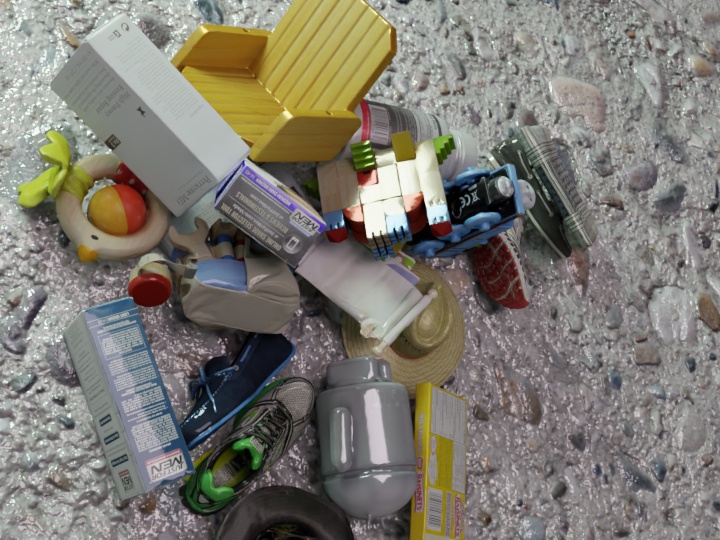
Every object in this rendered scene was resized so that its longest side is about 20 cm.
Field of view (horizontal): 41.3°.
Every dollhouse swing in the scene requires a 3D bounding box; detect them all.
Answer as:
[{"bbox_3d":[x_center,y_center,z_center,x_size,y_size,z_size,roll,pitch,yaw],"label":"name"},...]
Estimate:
[{"bbox_3d":[-0.090,-0.259,1.153,0.182,0.176,0.200,-7,47,-46],"label":"dollhouse swing"}]

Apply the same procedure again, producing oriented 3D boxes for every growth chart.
[{"bbox_3d":[0.000,0.000,1.194,0.200,0.018,0.145,42,58,17],"label":"growth chart"}]

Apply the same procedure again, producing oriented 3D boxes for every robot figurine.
[{"bbox_3d":[0.007,0.204,1.134,0.170,0.113,0.200,20,59,-59],"label":"robot figurine"}]

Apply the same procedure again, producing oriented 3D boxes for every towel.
[{"bbox_3d":[0.292,-0.122,1.378,0.193,0.035,0.200,61,17,3],"label":"towel"}]

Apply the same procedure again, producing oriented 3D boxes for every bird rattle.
[{"bbox_3d":[-0.284,-0.088,1.098,0.200,0.113,0.163,-13,77,-43],"label":"bird rattle"}]

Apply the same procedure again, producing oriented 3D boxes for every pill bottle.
[{"bbox_3d":[0.053,-0.163,1.285,0.200,0.111,0.111,8,69,-25],"label":"pill bottle"}]

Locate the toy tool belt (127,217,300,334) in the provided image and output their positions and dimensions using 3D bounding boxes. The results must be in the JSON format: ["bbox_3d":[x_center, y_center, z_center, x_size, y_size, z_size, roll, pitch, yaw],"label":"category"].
[{"bbox_3d":[-0.169,-0.001,1.099,0.200,0.125,0.123,11,40,-24],"label":"toy tool belt"}]

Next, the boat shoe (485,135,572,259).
[{"bbox_3d":[0.259,-0.105,1.384,0.057,0.067,0.200,-36,102,12],"label":"boat shoe"}]

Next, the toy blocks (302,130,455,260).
[{"bbox_3d":[0.030,-0.079,1.179,0.200,0.100,0.137,-12,59,7],"label":"toy blocks"}]

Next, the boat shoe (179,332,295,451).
[{"bbox_3d":[-0.157,0.130,1.099,0.069,0.084,0.200,48,38,-3],"label":"boat shoe"}]

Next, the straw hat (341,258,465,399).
[{"bbox_3d":[0.077,0.063,1.236,0.201,0.085,0.201,9,69,-25],"label":"straw hat"}]

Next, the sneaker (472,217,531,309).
[{"bbox_3d":[0.202,-0.043,1.339,0.082,0.078,0.200,-4,71,-35],"label":"sneaker"}]

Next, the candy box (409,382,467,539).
[{"bbox_3d":[0.099,0.249,1.195,0.102,0.026,0.200,33,55,-51],"label":"candy box"}]

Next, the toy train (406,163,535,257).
[{"bbox_3d":[0.140,-0.076,1.256,0.114,0.200,0.087,-2,73,-39],"label":"toy train"}]

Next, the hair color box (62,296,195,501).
[{"bbox_3d":[-0.251,0.139,1.028,0.060,0.100,0.200,-17,82,-32],"label":"hair color box"}]

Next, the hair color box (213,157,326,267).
[{"bbox_3d":[-0.106,-0.073,1.094,0.109,0.200,0.065,37,95,-13],"label":"hair color box"}]

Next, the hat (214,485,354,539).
[{"bbox_3d":[-0.091,0.344,1.057,0.200,0.081,0.201,15,59,-26],"label":"hat"}]

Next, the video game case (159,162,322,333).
[{"bbox_3d":[-0.144,-0.049,1.196,0.200,0.023,0.182,-40,93,-33],"label":"video game case"}]

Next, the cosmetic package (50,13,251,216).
[{"bbox_3d":[-0.228,-0.165,1.041,0.200,0.102,0.074,47,46,-11],"label":"cosmetic package"}]

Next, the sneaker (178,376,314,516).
[{"bbox_3d":[-0.115,0.198,1.090,0.078,0.085,0.200,46,58,-7],"label":"sneaker"}]
